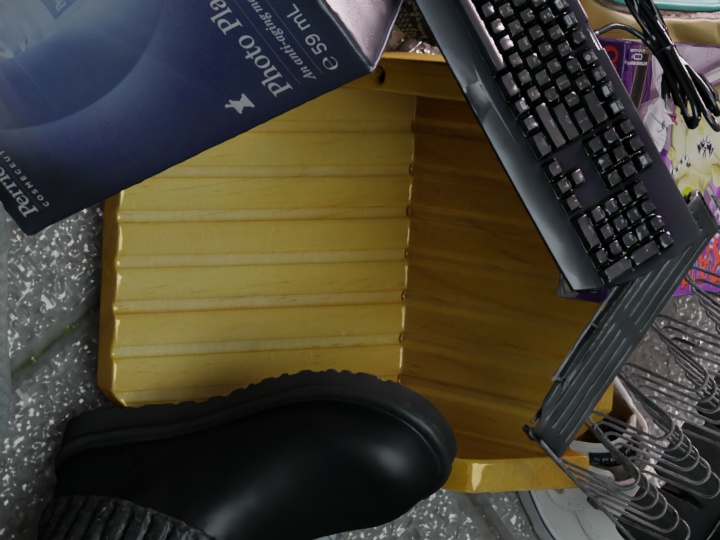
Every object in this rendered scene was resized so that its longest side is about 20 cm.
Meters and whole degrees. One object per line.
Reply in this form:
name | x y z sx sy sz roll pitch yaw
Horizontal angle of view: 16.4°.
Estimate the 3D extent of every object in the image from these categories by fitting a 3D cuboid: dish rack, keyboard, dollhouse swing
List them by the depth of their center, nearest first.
keyboard | 0.093 -0.098 1.080 0.127 0.021 0.201 -30 94 -34
dish rack | 0.153 0.054 1.172 0.154 0.054 0.200 -56 151 -7
dollhouse swing | 0.000 0.000 1.182 0.175 0.181 0.201 -4 101 -48

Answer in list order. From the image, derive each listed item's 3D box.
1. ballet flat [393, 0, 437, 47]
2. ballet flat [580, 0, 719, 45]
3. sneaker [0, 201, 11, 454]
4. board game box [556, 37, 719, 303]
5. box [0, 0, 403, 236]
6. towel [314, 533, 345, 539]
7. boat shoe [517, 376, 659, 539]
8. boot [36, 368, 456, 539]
ballet flat | -0.003 -0.171 1.185 0.075 0.068 0.201 -31 92 21
ballet flat | 0.188 -0.128 1.324 0.199 0.069 0.063 0 126 -25
sneaker | -0.220 0.045 1.132 0.114 0.073 0.202 10 116 8
board game box | 0.158 -0.049 1.203 0.200 0.032 0.121 -5 105 -56
box | -0.112 -0.150 1.061 0.200 0.198 0.124 52 34 -23
towel | -0.068 0.227 1.223 0.200 0.085 0.166 -37 118 -15
boat shoe | 0.119 0.091 1.306 0.071 0.070 0.201 -33 111 -20
boot | -0.064 0.134 1.121 0.158 0.210 0.080 -75 146 -45
